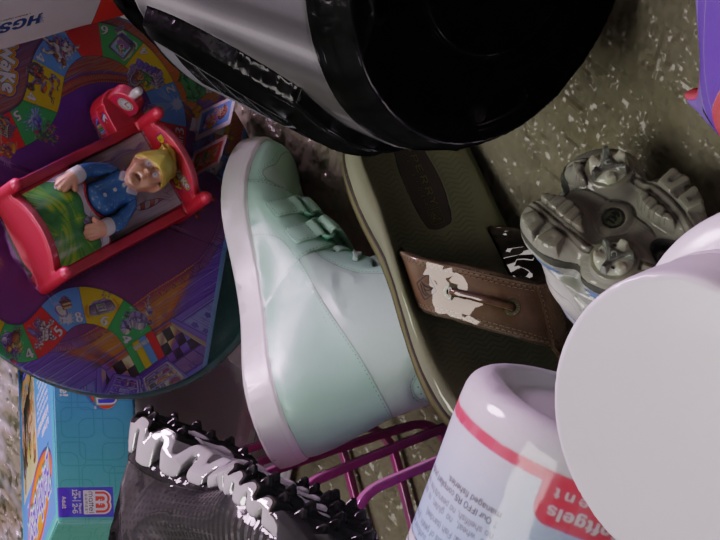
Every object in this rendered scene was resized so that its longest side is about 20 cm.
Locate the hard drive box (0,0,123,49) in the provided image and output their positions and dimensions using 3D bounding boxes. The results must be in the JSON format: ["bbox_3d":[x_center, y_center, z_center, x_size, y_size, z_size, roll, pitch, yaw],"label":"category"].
[{"bbox_3d":[-0.120,-0.206,1.049,0.077,0.156,0.200,55,144,19],"label":"hard drive box"}]

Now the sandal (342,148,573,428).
[{"bbox_3d":[0.053,0.004,0.979,0.201,0.080,0.057,61,147,15],"label":"sandal"}]

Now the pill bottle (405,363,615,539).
[{"bbox_3d":[0.061,0.147,0.894,0.109,0.109,0.201,31,107,43],"label":"pill bottle"}]

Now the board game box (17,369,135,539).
[{"bbox_3d":[-0.154,0.061,1.196,0.152,0.045,0.201,123,146,-63],"label":"board game box"}]

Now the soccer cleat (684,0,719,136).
[{"bbox_3d":[0.149,-0.132,0.797,0.073,0.068,0.201,34,134,46],"label":"soccer cleat"}]

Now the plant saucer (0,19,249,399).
[{"bbox_3d":[-0.137,-0.029,1.119,0.036,0.200,0.200,-27,84,53],"label":"plant saucer"}]

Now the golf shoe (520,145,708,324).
[{"bbox_3d":[0.150,0.034,0.892,0.200,0.078,0.097,44,162,33],"label":"golf shoe"}]

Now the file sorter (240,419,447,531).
[{"bbox_3d":[0.003,0.143,1.067,0.200,0.139,0.126,-8,99,55],"label":"file sorter"}]

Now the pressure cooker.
[{"bbox_3d":[-0.011,-0.151,0.906,0.200,0.178,0.176,24,136,41],"label":"pressure cooker"}]

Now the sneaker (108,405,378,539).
[{"bbox_3d":[-0.056,0.123,0.959,0.200,0.066,0.091,19,88,60],"label":"sneaker"}]

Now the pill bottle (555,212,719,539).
[{"bbox_3d":[0.159,0.026,0.726,0.113,0.200,0.114,14,112,40],"label":"pill bottle"}]

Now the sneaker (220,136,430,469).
[{"bbox_3d":[0.000,0.001,1.075,0.074,0.118,0.201,65,-171,-45],"label":"sneaker"}]

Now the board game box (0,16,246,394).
[{"bbox_3d":[-0.123,-0.043,1.084,0.039,0.158,0.201,-28,47,52],"label":"board game box"}]

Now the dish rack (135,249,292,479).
[{"bbox_3d":[-0.096,0.044,1.239,0.172,0.043,0.200,45,139,32],"label":"dish rack"}]
